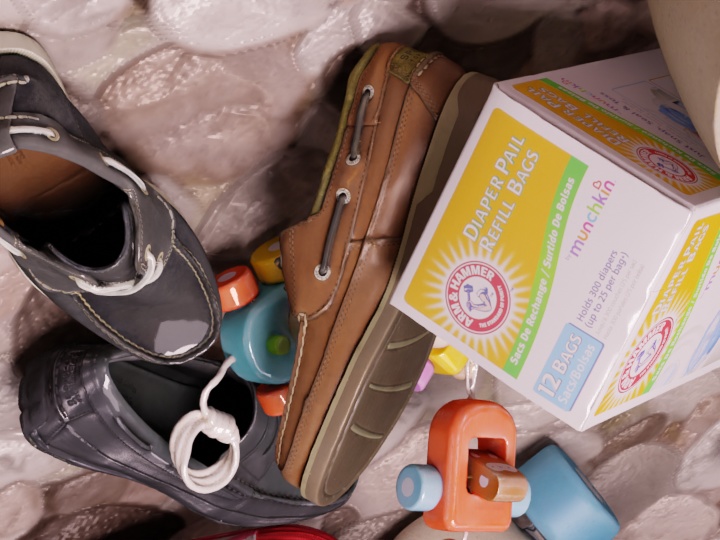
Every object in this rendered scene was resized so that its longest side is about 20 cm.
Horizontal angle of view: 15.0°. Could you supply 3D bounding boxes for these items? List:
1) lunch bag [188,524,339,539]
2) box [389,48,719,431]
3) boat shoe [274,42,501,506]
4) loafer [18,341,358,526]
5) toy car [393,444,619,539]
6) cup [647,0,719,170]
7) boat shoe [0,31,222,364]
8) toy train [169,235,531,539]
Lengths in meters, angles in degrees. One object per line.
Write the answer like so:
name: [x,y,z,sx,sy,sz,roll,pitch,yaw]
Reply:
lunch bag: [-0.074,0.218,1.390,0.200,0.082,0.176,-13,131,19]
box: [0.117,-0.019,1.174,0.200,0.101,0.113,-16,136,-60]
boat shoe: [0.000,0.000,1.183,0.200,0.068,0.072,-68,162,4]
loafer: [-0.068,0.076,1.283,0.070,0.068,0.200,-20,151,41]
toy car: [0.099,0.223,1.514,0.184,0.177,0.200,-40,156,4]
cup: [0.191,-0.139,1.102,0.200,0.143,0.200,-20,139,-19]
boat shoe: [-0.114,-0.013,1.136,0.072,0.068,0.200,-32,138,3]
toy train: [0.013,0.059,1.264,0.200,0.150,0.056,12,175,-37]
